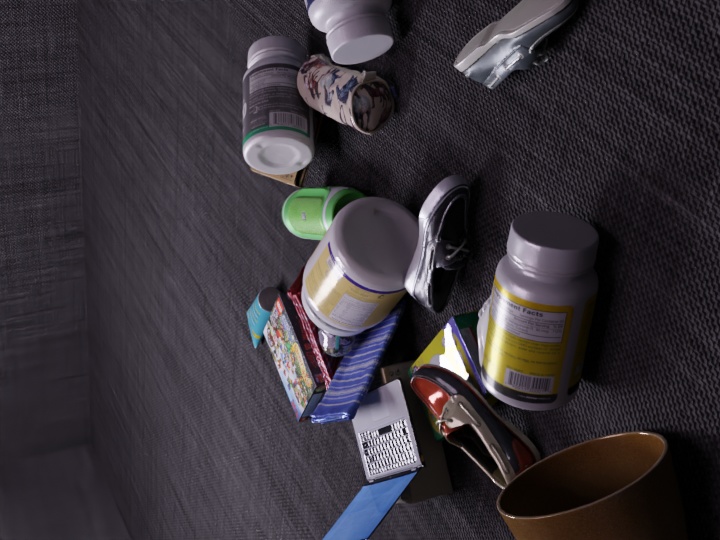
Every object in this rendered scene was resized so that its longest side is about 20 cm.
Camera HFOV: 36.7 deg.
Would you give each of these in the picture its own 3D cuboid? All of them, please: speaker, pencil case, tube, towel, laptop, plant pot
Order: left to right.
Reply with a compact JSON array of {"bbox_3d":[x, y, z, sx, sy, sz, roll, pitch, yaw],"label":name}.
[{"bbox_3d":[-0.195,0.088,2.131,0.200,0.050,0.078,128,135,-64],"label":"tube"},{"bbox_3d":[-0.062,0.097,1.741,0.145,0.022,0.200,-68,-40,-70],"label":"towel"},{"bbox_3d":[-0.055,-0.090,1.720,0.200,0.088,0.089,8,106,64],"label":"speaker"},{"bbox_3d":[-0.024,-0.266,1.600,0.200,0.078,0.090,36,121,55],"label":"pencil case"},{"bbox_3d":[-0.004,0.139,1.629,0.200,0.024,0.145,-64,17,-20],"label":"towel"},{"bbox_3d":[-0.002,0.276,1.541,0.187,0.116,0.200,-35,67,61],"label":"laptop"},{"bbox_3d":[0.264,0.298,1.123,0.186,0.186,0.200,-11,103,65],"label":"plant pot"}]

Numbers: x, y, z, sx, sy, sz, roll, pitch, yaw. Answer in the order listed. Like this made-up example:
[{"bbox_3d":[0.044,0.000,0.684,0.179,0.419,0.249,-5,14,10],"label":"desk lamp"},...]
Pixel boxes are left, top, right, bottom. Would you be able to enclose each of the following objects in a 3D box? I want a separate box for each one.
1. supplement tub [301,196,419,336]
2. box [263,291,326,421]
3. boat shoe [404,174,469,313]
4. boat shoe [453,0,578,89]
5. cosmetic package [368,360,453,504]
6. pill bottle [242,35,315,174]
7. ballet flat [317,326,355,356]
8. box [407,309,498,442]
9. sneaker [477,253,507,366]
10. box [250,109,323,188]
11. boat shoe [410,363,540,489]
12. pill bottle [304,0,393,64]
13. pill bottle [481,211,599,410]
[{"bbox_3d":[0.000,0.000,1.568,0.146,0.145,0.200,70,153,20],"label":"supplement tub"},{"bbox_3d":[-0.117,0.157,1.992,0.200,0.038,0.137,65,151,28],"label":"box"},{"bbox_3d":[0.111,-0.029,1.413,0.068,0.072,0.200,47,136,36],"label":"boat shoe"},{"bbox_3d":[0.184,-0.259,1.214,0.062,0.073,0.200,40,151,-16],"label":"boat shoe"},{"bbox_3d":[0.064,0.240,1.610,0.104,0.073,0.200,-27,74,63],"label":"cosmetic package"},{"bbox_3d":[-0.130,-0.263,1.711,0.113,0.113,0.200,125,148,-56],"label":"pill bottle"},{"bbox_3d":[-0.036,0.040,1.701,0.072,0.072,0.201,109,163,-46],"label":"ballet flat"},{"bbox_3d":[0.126,0.151,1.477,0.118,0.048,0.200,67,153,23],"label":"box"},{"bbox_3d":[0.172,0.058,1.316,0.071,0.073,0.200,41,135,49],"label":"sneaker"},{"bbox_3d":[-0.122,-0.232,1.822,0.200,0.021,0.164,26,101,61],"label":"box"},{"bbox_3d":[0.135,0.196,1.377,0.200,0.063,0.071,40,146,21],"label":"boat shoe"},{"bbox_3d":[-0.022,-0.396,1.499,0.120,0.119,0.200,-38,65,62],"label":"pill bottle"},{"bbox_3d":[0.201,0.044,1.204,0.114,0.114,0.200,45,137,50],"label":"pill bottle"}]
